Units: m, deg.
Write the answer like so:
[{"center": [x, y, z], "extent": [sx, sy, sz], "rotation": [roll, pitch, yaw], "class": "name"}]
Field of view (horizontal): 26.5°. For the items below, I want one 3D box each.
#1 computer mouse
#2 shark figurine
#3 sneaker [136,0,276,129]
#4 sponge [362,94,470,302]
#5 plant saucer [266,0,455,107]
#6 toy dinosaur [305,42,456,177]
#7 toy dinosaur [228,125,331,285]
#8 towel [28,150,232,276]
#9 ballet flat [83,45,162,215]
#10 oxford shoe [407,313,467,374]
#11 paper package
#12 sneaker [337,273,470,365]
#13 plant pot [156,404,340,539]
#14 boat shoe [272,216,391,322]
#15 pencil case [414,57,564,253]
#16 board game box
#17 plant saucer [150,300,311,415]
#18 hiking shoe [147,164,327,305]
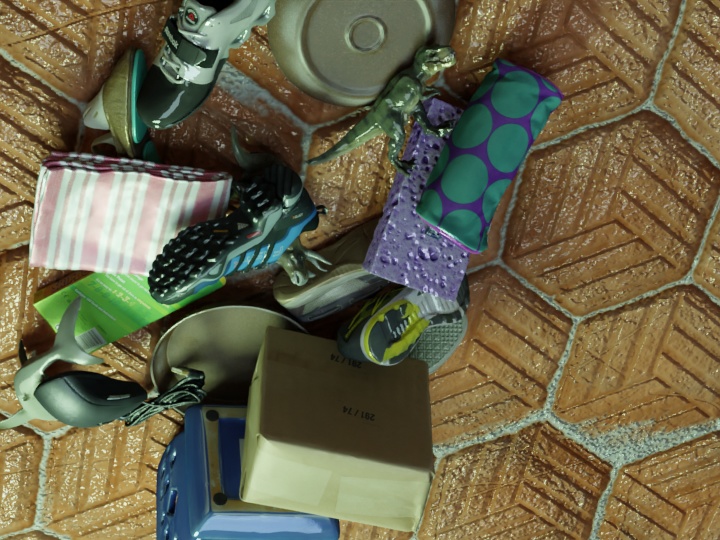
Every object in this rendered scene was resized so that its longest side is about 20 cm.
[{"center": [-0.256, 0.142, 1.695], "extent": [0.139, 0.047, 0.200], "rotation": [-25, 156, 21], "class": "computer mouse"}, {"center": [-0.360, 0.106, 1.710], "extent": [0.127, 0.090, 0.215], "rotation": [-11, 155, -17], "class": "shark figurine"}, {"center": [-0.162, -0.231, 1.492], "extent": [0.201, 0.074, 0.088], "rotation": [-52, 157, 3], "class": "sneaker"}, {"center": [0.086, -0.077, 1.655], "extent": [0.111, 0.030, 0.202], "rotation": [19, 93, -24], "class": "sponge"}, {"center": [0.004, -0.248, 1.568], "extent": [0.198, 0.037, 0.202], "rotation": [-5, 126, -7], "class": "plant saucer"}, {"center": [0.042, -0.153, 1.594], "extent": [0.088, 0.048, 0.200], "rotation": [41, 112, -18], "class": "toy dinosaur"}, {"center": [-0.108, -0.077, 1.656], "extent": [0.101, 0.077, 0.202], "rotation": [-21, 117, -16], "class": "toy dinosaur"}, {"center": [-0.241, -0.050, 1.596], "extent": [0.197, 0.030, 0.147], "rotation": [6, 131, -14], "class": "towel"}, {"center": [-0.247, -0.140, 1.587], "extent": [0.071, 0.068, 0.202], "rotation": [2, 131, 10], "class": "ballet flat"}, {"center": [0.049, 0.111, 1.820], "extent": [0.200, 0.075, 0.058], "rotation": [-46, 164, 11], "class": "oxford shoe"}, {"center": [-0.024, 0.174, 1.690], "extent": [0.197, 0.192, 0.104], "rotation": [11, 128, -9], "class": "paper package"}, {"center": [0.047, 0.041, 1.724], "extent": [0.084, 0.199, 0.075], "rotation": [-4, 109, 43], "class": "sneaker"}, {"center": [-0.128, 0.268, 1.780], "extent": [0.197, 0.202, 0.181], "rotation": [5, 140, -15], "class": "plant pot"}, {"center": [0.000, 0.000, 1.724], "extent": [0.198, 0.072, 0.065], "rotation": [-25, 136, 8], "class": "boat shoe"}, {"center": [0.135, -0.119, 1.604], "extent": [0.092, 0.085, 0.202], "rotation": [30, 87, -30], "class": "pencil case"}, {"center": [-0.256, 0.020, 1.711], "extent": [0.198, 0.030, 0.096], "rotation": [-25, 127, 10], "class": "board game box"}, {"center": [-0.143, 0.103, 1.773], "extent": [0.197, 0.035, 0.202], "rotation": [-2, 132, -3], "class": "plant saucer"}, {"center": [-0.127, -0.019, 1.591], "extent": [0.199, 0.075, 0.087], "rotation": [-35, 136, 5], "class": "hiking shoe"}]
